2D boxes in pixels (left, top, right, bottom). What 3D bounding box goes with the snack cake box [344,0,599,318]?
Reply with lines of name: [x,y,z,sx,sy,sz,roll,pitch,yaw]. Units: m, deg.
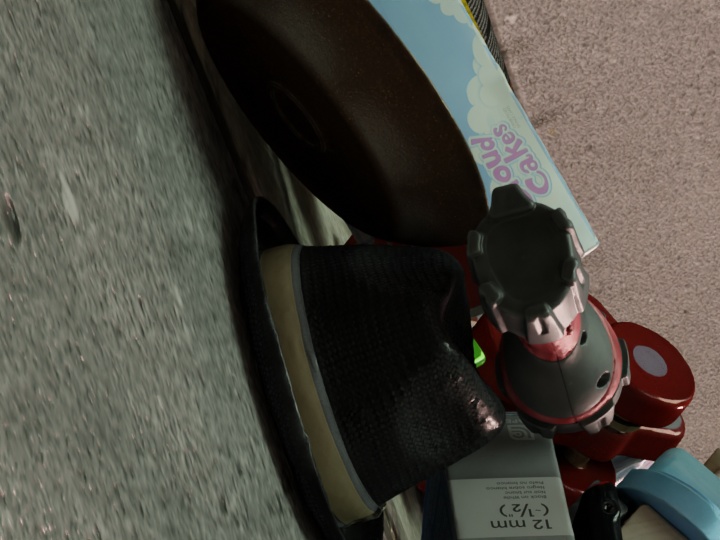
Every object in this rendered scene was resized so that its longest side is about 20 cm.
snack cake box: [0.025,-0.073,1.359,0.200,0.067,0.115,60,-28,-3]

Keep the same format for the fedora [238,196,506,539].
fedora: [0.012,0.042,1.234,0.201,0.091,0.201,-17,90,-84]

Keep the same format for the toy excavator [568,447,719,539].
toy excavator: [0.180,0.147,1.481,0.100,0.200,0.195,41,-30,11]

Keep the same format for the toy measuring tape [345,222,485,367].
toy measuring tape: [0.000,0.000,1.445,0.200,0.073,0.074,56,5,7]

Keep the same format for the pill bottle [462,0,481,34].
pill bottle: [0.022,-0.099,1.489,0.113,0.112,0.201,-47,112,-82]

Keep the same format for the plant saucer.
plant saucer: [-0.018,-0.082,1.257,0.200,0.037,0.201,47,-14,15]

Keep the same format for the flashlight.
flashlight: [0.087,0.027,1.239,0.068,0.068,0.200,-60,165,-9]

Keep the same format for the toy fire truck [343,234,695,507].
toy fire truck: [0.096,0.046,1.578,0.199,0.112,0.168,10,42,-31]

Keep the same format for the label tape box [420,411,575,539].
label tape box: [0.070,0.187,1.305,0.200,0.066,0.144,-101,-168,-53]

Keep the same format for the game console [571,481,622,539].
game console: [0.117,0.231,1.303,0.177,0.031,0.201,102,-12,-51]

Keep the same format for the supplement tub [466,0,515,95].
supplement tub: [0.023,-0.136,1.647,0.123,0.122,0.200,-98,170,-52]

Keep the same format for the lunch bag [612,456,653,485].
lunch bag: [0.105,0.074,1.755,0.200,0.127,0.170,50,1,13]
